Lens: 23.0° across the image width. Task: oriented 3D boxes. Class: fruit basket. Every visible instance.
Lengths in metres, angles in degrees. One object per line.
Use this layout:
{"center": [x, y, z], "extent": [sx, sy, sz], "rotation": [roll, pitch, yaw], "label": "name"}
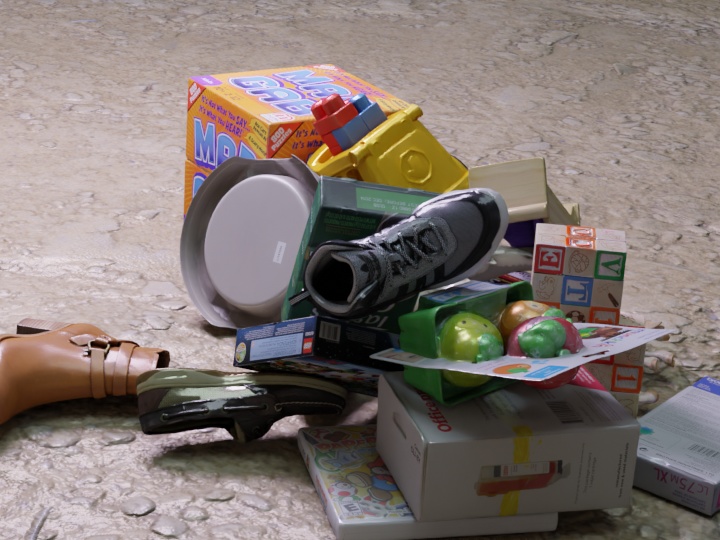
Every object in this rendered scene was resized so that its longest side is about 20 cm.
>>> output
{"center": [0.137, 0.058, 1.519], "extent": [0.185, 0.094, 0.199], "rotation": [-15, 7, -42], "label": "fruit basket"}

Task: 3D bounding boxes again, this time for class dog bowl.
{"center": [-0.098, -0.027, 1.886], "extent": [0.199, 0.201, 0.059], "rotation": [21, 3, 35], "label": "dog bowl"}

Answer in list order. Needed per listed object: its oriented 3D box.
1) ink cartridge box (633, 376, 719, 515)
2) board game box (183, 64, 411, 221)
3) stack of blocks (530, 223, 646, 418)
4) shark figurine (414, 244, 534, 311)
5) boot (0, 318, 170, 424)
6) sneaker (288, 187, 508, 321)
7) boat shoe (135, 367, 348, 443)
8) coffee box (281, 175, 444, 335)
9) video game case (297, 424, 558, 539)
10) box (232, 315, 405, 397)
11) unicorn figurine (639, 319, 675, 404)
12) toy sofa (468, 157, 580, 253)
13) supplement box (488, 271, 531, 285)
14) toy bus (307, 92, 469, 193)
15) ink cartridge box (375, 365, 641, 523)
{"center": [0.330, 0.163, 1.687], "extent": [0.119, 0.042, 0.200], "rotation": [20, 29, 33], "label": "ink cartridge box"}
{"center": [-0.075, -0.114, 2.079], "extent": [0.199, 0.201, 0.200], "rotation": [-10, 25, -31], "label": "board game box"}
{"center": [0.215, 0.063, 1.698], "extent": [0.114, 0.201, 0.059], "rotation": [5, 21, 4], "label": "stack of blocks"}
{"center": [0.127, 0.013, 1.811], "extent": [0.213, 0.090, 0.129], "rotation": [-7, 55, 1], "label": "shark figurine"}
{"center": [-0.273, 0.107, 1.688], "extent": [0.154, 0.077, 0.200], "rotation": [11, 15, 6], "label": "boot"}
{"center": [0.031, -0.009, 1.530], "extent": [0.199, 0.076, 0.114], "rotation": [-27, -7, 19], "label": "sneaker"}
{"center": [-0.111, 0.130, 1.652], "extent": [0.198, 0.065, 0.073], "rotation": [2, -17, -7], "label": "boat shoe"}
{"center": [0.000, 0.000, 1.664], "extent": [0.122, 0.201, 0.044], "rotation": [8, 48, -11], "label": "coffee box"}
{"center": [0.057, 0.186, 1.600], "extent": [0.198, 0.023, 0.182], "rotation": [-2, 22, -14], "label": "video game case"}
{"center": [0.000, 0.085, 1.659], "extent": [0.199, 0.038, 0.136], "rotation": [15, -16, -33], "label": "box"}
{"center": [0.243, 0.095, 1.815], "extent": [0.136, 0.074, 0.200], "rotation": [3, 6, 21], "label": "unicorn figurine"}
{"center": [0.177, -0.043, 1.865], "extent": [0.082, 0.098, 0.200], "rotation": [-6, -14, 17], "label": "toy sofa"}
{"center": [0.138, 0.059, 1.880], "extent": [0.108, 0.061, 0.199], "rotation": [23, 28, 40], "label": "supplement box"}
{"center": [0.008, -0.105, 1.920], "extent": [0.136, 0.192, 0.200], "rotation": [-40, 8, -26], "label": "toy bus"}
{"center": [0.125, 0.149, 1.567], "extent": [0.198, 0.084, 0.145], "rotation": [-2, 22, -16], "label": "ink cartridge box"}
